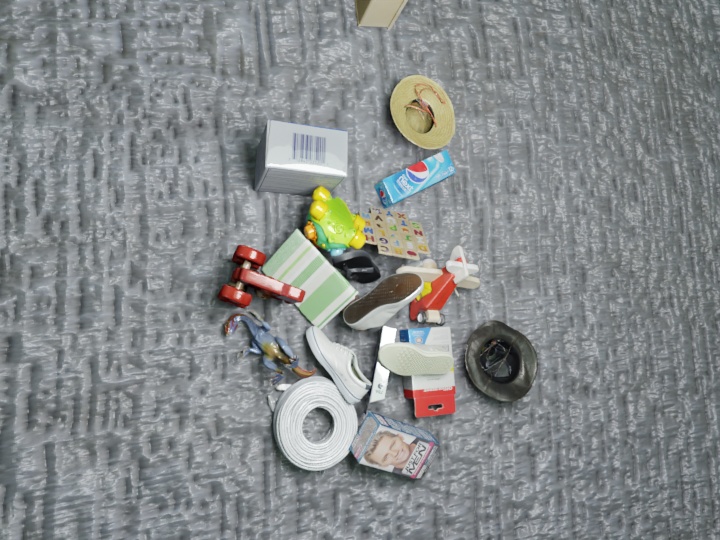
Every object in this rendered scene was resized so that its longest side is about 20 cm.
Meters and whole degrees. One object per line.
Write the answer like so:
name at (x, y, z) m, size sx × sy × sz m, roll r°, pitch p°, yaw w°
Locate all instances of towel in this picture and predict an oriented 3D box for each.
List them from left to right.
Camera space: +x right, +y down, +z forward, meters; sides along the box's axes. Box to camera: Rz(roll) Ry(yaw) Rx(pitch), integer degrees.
towel at (-0.117, 0.024, 1.367) m, size 0.200 × 0.152 × 0.023 m, roll 45°, pitch 30°, yaw -7°

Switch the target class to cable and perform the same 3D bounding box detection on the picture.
cable at (-0.099, 0.344, 1.358) m, size 0.194 × 0.069 × 0.206 m, roll -11°, pitch 87°, yaw -19°

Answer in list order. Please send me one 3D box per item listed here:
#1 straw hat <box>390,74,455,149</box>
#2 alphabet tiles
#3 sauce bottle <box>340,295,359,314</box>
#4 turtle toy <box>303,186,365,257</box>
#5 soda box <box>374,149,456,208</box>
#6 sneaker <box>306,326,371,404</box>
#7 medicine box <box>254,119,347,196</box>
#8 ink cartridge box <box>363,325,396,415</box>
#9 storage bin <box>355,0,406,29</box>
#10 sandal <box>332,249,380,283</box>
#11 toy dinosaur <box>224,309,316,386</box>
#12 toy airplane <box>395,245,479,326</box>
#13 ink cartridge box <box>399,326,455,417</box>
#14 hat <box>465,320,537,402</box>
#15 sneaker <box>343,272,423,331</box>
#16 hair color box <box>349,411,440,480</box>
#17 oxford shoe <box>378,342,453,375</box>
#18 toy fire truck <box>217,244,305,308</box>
straw hat at (0.142, -0.377, 1.512) m, size 0.195 × 0.085 × 0.207 m, roll 8°, pitch 70°, yaw -23°
alphabet tiles at (0.078, -0.091, 1.421) m, size 0.161 × 0.202 × 0.006 m, roll 10°, pitch 124°, yaw -13°
sauce bottle at (-0.048, 0.057, 1.413) m, size 0.200 × 0.064 × 0.065 m, roll 46°, pitch 73°, yaw -10°
turtle toy at (-0.068, -0.106, 1.358) m, size 0.144 × 0.202 × 0.101 m, roll 36°, pitch 113°, yaw -18°
soda box at (0.137, -0.228, 1.501) m, size 0.196 × 0.068 × 0.066 m, roll -28°, pitch 92°, yaw -18°
sneaker at (-0.046, 0.201, 1.371) m, size 0.070 × 0.073 × 0.202 m, roll -39°, pitch 81°, yaw 14°
medicine box at (-0.136, -0.242, 1.346) m, size 0.176 × 0.199 × 0.107 m, roll 4°, pitch 82°, yaw -17°
ink cartridge box at (0.046, 0.235, 1.400) m, size 0.038 × 0.100 × 0.206 m, roll 12°, pitch 81°, yaw -1°
storage bin at (0.049, -0.732, 1.464) m, size 0.091 × 0.200 × 0.205 m, roll -5°, pitch 85°, yaw -15°
sandal at (0.001, 0.000, 1.371) m, size 0.074 × 0.199 × 0.044 m, roll -21°, pitch 68°, yaw 19°
toy dinosaur at (-0.219, 0.170, 1.340) m, size 0.105 × 0.200 × 0.181 m, roll -45°, pitch 55°, yaw -2°
toy airplane at (0.185, 0.017, 1.431) m, size 0.195 × 0.202 × 0.143 m, roll -26°, pitch 48°, yaw -1°
ink cartridge box at (0.163, 0.242, 1.454) m, size 0.113 × 0.067 × 0.207 m, roll -1°, pitch 83°, yaw -18°
hat at (0.339, 0.232, 1.508) m, size 0.194 × 0.081 × 0.207 m, roll 4°, pitch 75°, yaw -13°
sneaker at (0.059, 0.073, 1.362) m, size 0.196 × 0.085 × 0.074 m, roll -27°, pitch 58°, yaw 10°
hair color box at (0.080, 0.401, 1.367) m, size 0.197 × 0.060 × 0.102 m, roll 26°, pitch 96°, yaw -33°
oxford shoe at (0.122, 0.196, 1.371) m, size 0.195 × 0.058 × 0.077 m, roll 9°, pitch 112°, yaw -27°
toy fire truck at (-0.208, 0.035, 1.291) m, size 0.164 × 0.200 × 0.115 m, roll 23°, pitch 79°, yaw -13°
